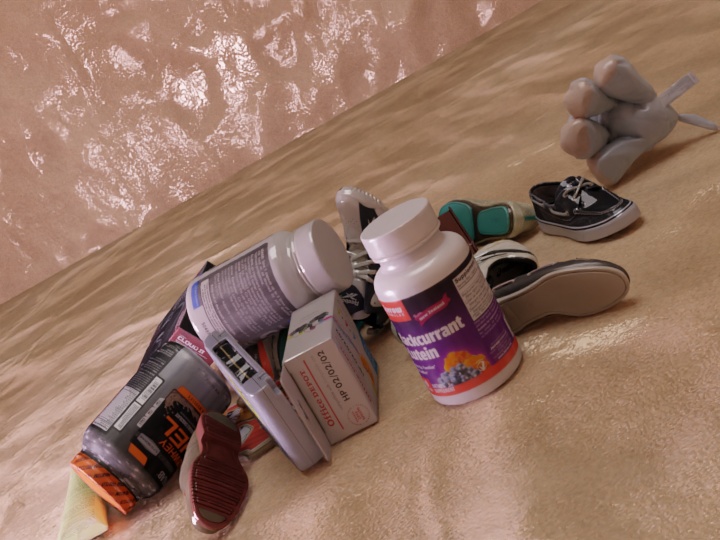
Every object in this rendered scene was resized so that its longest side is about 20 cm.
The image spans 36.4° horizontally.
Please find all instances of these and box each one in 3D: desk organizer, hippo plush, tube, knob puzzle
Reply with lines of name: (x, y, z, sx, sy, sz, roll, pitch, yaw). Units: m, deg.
desk organizer: (0.120, -0.015, 1.473, 0.076, 0.072, 0.200, -31, 15, 5)
hippo plush: (0.355, -0.229, 1.528, 0.198, 0.161, 0.161, -29, 16, 5)
tube: (-0.359, 0.305, 1.431, 0.200, 0.051, 0.059, -121, 52, -70)
knob puzzle: (-0.124, 0.179, 1.402, 0.217, 0.031, 0.220, -28, 15, 8)

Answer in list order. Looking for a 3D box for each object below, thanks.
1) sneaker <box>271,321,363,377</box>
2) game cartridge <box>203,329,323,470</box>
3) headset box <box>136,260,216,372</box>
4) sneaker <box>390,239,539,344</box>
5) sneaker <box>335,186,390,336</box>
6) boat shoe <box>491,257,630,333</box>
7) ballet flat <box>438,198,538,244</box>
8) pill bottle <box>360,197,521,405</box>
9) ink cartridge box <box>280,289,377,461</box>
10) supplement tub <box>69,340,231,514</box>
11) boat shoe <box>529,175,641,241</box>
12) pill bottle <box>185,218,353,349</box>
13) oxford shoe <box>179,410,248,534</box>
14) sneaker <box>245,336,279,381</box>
sneaker: (-0.050, 0.079, 1.482, 0.079, 0.079, 0.200, -3, 23, 36)
game cartridge: (-0.111, 0.151, 1.262, 0.040, 0.134, 0.200, -40, 26, -9)
headset box: (-0.252, 0.096, 1.626, 0.200, 0.076, 0.150, -48, 18, 38)
sneaker: (0.126, 0.026, 1.323, 0.198, 0.076, 0.088, -33, 16, -6)
sneaker: (0.000, 0.000, 1.437, 0.078, 0.201, 0.130, 11, 50, 37)
boat shoe: (0.209, 0.019, 1.206, 0.198, 0.067, 0.057, -22, 27, 39)
ballet flat: (0.185, -0.070, 1.571, 0.061, 0.069, 0.199, -6, 8, -26)
pill bottle: (0.081, 0.030, 1.160, 0.110, 0.202, 0.112, -27, 15, 8)
ink cartridge box: (-0.033, 0.117, 1.265, 0.067, 0.116, 0.200, -27, 17, 10)
supplement tub: (-0.267, 0.200, 1.395, 0.201, 0.123, 0.122, -50, 22, -22)
boat shoe: (0.279, -0.087, 1.400, 0.071, 0.068, 0.200, -34, 16, -13)
pill bottle: (-0.115, 0.020, 1.398, 0.198, 0.115, 0.114, -27, 16, 22)
oxford shoe: (-0.174, 0.246, 1.261, 0.075, 0.070, 0.201, -58, 14, 19)
sneaker: (-0.165, 0.095, 1.519, 0.080, 0.078, 0.200, -16, 22, -6)
